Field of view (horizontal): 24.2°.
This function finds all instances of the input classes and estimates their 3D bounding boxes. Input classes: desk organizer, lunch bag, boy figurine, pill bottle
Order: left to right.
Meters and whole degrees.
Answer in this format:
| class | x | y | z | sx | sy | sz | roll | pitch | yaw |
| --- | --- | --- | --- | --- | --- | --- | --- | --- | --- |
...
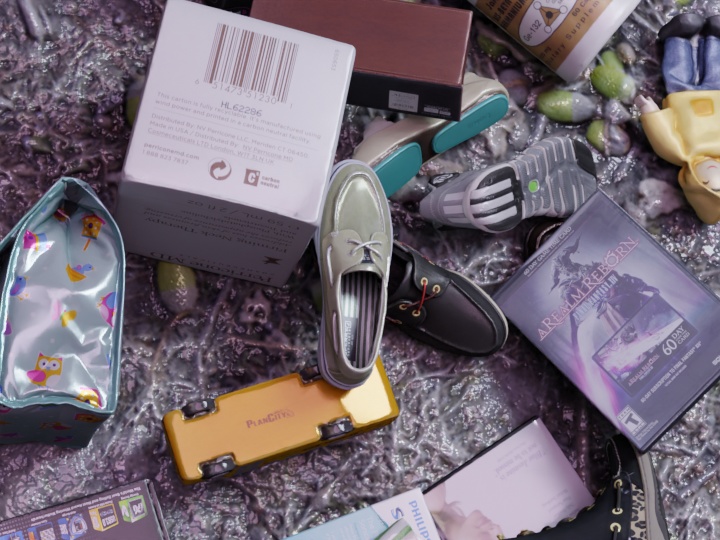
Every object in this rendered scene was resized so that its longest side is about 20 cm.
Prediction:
| class | x | y | z | sx | sy | sz | roll | pitch | yaw |
| --- | --- | --- | --- | --- | --- | --- | --- | --- | --- |
| lunch bag | -0.261 | 0.035 | 1.389 | 0.122 | 0.170 | 0.201 | 4 | 74 | -18 |
| desk organizer | -0.002 | -0.196 | 1.492 | 0.199 | 0.072 | 0.077 | 9 | 71 | 5 |
| pill bottle | 0.159 | -0.282 | 1.585 | 0.200 | 0.114 | 0.114 | 39 | 72 | 2 |
| boy figurine | 0.323 | -0.144 | 1.606 | 0.124 | 0.064 | 0.201 | 5 | 71 | -12 |

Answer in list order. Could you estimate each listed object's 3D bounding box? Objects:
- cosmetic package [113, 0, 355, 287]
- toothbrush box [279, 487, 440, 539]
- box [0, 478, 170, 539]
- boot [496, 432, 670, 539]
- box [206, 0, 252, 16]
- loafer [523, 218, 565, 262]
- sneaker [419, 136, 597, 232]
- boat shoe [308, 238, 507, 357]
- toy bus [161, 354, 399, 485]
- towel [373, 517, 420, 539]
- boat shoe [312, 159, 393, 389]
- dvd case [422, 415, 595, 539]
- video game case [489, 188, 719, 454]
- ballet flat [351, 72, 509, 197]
| class | x | y | z | sx | sy | sz | roll | pitch | yaw |
| --- | --- | --- | --- | --- | --- | --- | --- | --- | --- |
| cosmetic package | -0.113 | -0.104 | 1.439 | 0.167 | 0.200 | 0.167 | 13 | 73 | -7 |
| toothbrush box | -0.020 | 0.287 | 1.411 | 0.200 | 0.085 | 0.147 | -20 | 80 | -14 |
| box | -0.242 | 0.293 | 1.388 | 0.199 | 0.048 | 0.194 | -14 | 76 | -14 |
| boot | 0.183 | 0.221 | 1.439 | 0.153 | 0.074 | 0.204 | -8 | 37 | 4 |
| box | -0.056 | -0.330 | 1.538 | 0.200 | 0.149 | 0.125 | -19 | 80 | -15 |
| loafer | 0.219 | 0.037 | 1.532 | 0.073 | 0.071 | 0.200 | -27 | 82 | -16 |
| sneaker | 0.126 | -0.078 | 1.546 | 0.200 | 0.115 | 0.075 | -14 | 98 | -49 |
| boat shoe | 0.041 | 0.018 | 1.497 | 0.201 | 0.063 | 0.074 | 34 | 101 | 1 |
| toy bus | -0.070 | 0.129 | 1.448 | 0.199 | 0.078 | 0.065 | -17 | 80 | -15 |
| towel | 0.044 | 0.324 | 1.361 | 0.152 | 0.023 | 0.200 | -40 | 90 | -17 |
| boat shoe | 0.000 | 0.000 | 1.422 | 0.072 | 0.062 | 0.201 | 4 | 77 | -19 |
| dvd case | 0.157 | 0.249 | 1.490 | 0.142 | 0.018 | 0.200 | -32 | 83 | -18 |
| video game case | 0.230 | 0.042 | 1.478 | 0.143 | 0.019 | 0.200 | -45 | 65 | 2 |
| ballet flat | 0.047 | -0.125 | 1.554 | 0.200 | 0.069 | 0.070 | -32 | 83 | -19 |
